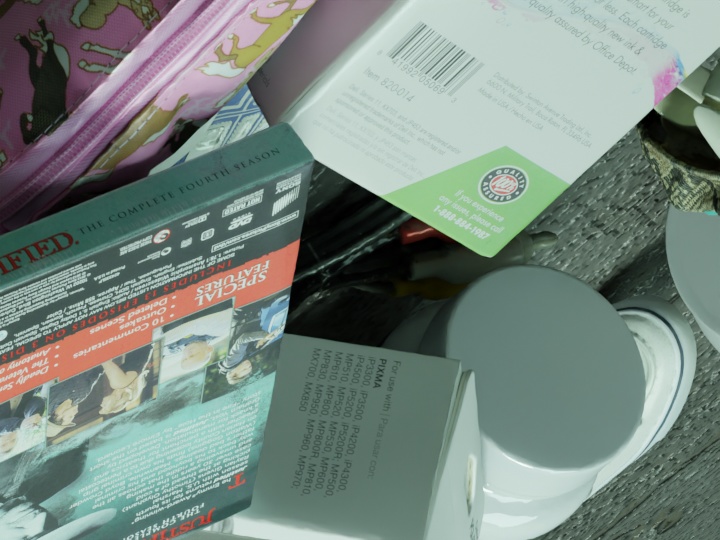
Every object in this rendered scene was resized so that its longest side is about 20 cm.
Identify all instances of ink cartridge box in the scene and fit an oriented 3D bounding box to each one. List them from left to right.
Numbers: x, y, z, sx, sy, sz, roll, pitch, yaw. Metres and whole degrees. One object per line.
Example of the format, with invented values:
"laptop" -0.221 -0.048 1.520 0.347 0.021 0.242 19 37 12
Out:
"ink cartridge box" -0.058 0.087 0.988 0.200 0.083 0.147 8 152 10
"ink cartridge box" 0.065 -0.109 0.784 0.200 0.067 0.117 -43 137 18

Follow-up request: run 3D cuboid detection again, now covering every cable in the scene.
"cable" 0.000 0.000 1.072 0.200 0.050 0.097 -24 158 -26

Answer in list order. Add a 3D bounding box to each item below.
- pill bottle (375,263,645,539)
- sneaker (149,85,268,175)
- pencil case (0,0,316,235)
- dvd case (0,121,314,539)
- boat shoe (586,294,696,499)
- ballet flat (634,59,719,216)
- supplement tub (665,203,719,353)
"pill bottle" 0.040 0.081 1.128 0.114 0.114 0.200 -19 165 -30
"sneaker" -0.044 -0.085 0.882 0.200 0.075 0.088 -34 163 16
"pencil case" -0.049 -0.087 0.736 0.200 0.083 0.086 -42 161 23
"dvd case" -0.090 0.046 0.794 0.146 0.022 0.200 -24 149 -24
"boat shoe" 0.091 0.094 1.302 0.202 0.075 0.086 -46 169 32
"ballet flat" 0.149 -0.054 0.966 0.068 0.075 0.200 -47 -167 -6
"supplement tub" 0.248 -0.003 1.259 0.145 0.145 0.200 -44 152 15
